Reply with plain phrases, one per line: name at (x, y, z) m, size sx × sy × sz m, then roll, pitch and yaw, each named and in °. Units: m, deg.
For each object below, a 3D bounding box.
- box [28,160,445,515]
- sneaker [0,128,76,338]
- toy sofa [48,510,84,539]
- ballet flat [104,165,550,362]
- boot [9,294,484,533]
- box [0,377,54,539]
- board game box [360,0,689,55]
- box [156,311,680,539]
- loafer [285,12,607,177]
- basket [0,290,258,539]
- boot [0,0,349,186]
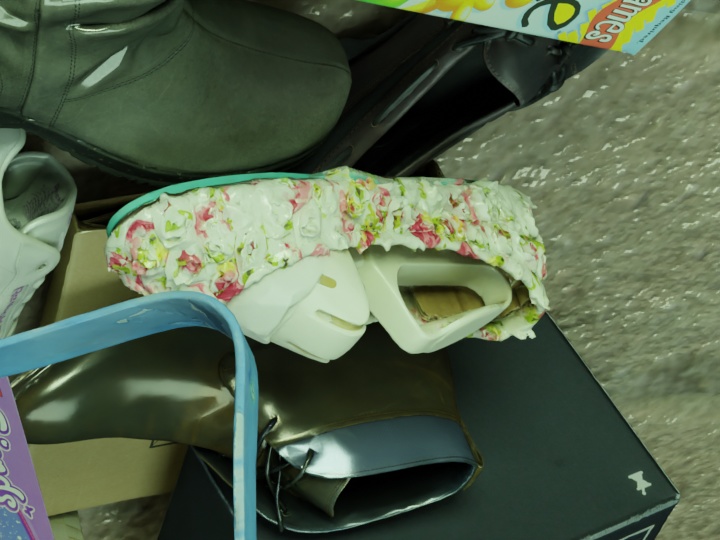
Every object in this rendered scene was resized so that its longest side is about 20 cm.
box at (-0.063, 0.032, 1.008) m, size 0.163 × 0.021 × 0.200 m, roll -10°, pitch 145°, yaw -26°
sneaker at (-0.150, 0.009, 0.905) m, size 0.099 × 0.075 × 0.200 m, roll -17°, pitch 147°, yaw -9°
toy sofa at (-0.218, 0.140, 1.033) m, size 0.199 × 0.098 × 0.083 m, roll 8°, pitch 137°, yaw -35°
ballet flat at (0.000, 0.000, 0.854) m, size 0.199 × 0.064 × 0.076 m, roll -4°, pitch 150°, yaw -42°
boot at (-0.044, 0.059, 0.941) m, size 0.199 × 0.097 × 0.075 m, roll -13°, pitch 147°, yaw -27°
box at (-0.164, 0.093, 0.781) m, size 0.136 × 0.201 × 0.039 m, roll 17°, pitch 127°, yaw -39°
board game box at (0.033, -0.147, 0.722) m, size 0.199 × 0.103 × 0.105 m, roll 4°, pitch 141°, yaw -45°
box at (0.012, 0.144, 1.091) m, size 0.199 × 0.124 × 0.199 m, roll -18°, pitch 150°, yaw -30°
loafer at (0.043, -0.073, 0.892) m, size 0.199 × 0.063 × 0.072 m, roll -30°, pitch 144°, yaw 16°
basket at (-0.118, 0.100, 0.609) m, size 0.199 × 0.177 × 0.139 m, roll -10°, pitch 145°, yaw 4°
boot at (-0.070, -0.086, 0.777) m, size 0.199 × 0.068 × 0.131 m, roll 6°, pitch 157°, yaw -29°
